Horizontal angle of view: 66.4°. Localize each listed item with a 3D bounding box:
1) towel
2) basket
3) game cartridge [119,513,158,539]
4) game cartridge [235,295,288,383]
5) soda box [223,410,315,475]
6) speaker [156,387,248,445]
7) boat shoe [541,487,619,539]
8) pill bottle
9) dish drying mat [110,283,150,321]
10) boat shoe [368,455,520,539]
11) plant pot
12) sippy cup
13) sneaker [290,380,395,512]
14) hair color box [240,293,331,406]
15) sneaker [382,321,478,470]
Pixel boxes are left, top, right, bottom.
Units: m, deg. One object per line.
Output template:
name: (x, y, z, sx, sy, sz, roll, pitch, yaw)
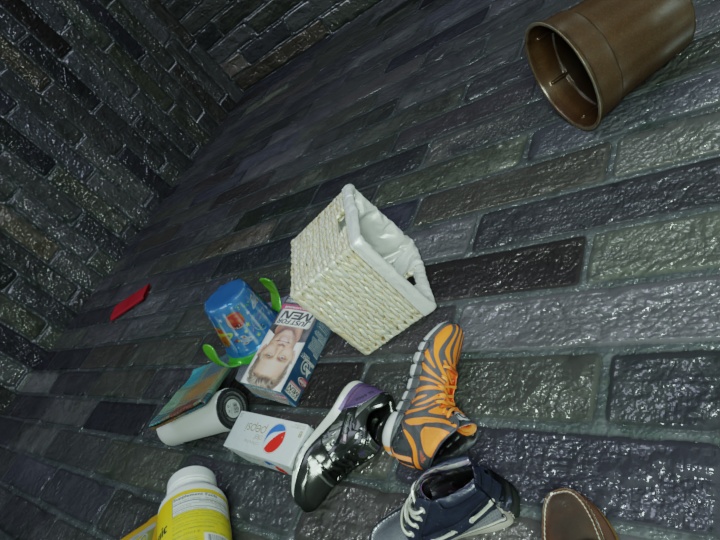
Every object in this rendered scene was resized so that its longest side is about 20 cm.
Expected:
towel: (-0.323, 0.230, 1.104, 0.146, 0.022, 0.200, -28, 14, 19)
basket: (0.000, 0.000, 0.944, 0.161, 0.200, 0.199, -40, 30, 19)
game cartridge: (-0.376, 0.493, 0.912, 0.199, 0.033, 0.176, -36, 20, 2)
game cartridge: (-0.184, 0.137, 1.161, 0.129, 0.038, 0.201, -25, 36, 38)
soda box: (-0.137, 0.283, 0.895, 0.199, 0.064, 0.068, -7, 47, 48)
speaker: (-0.316, 0.291, 1.088, 0.199, 0.081, 0.082, -23, 37, 33)
boat shoe: (0.199, 0.279, 0.479, 0.070, 0.070, 0.201, -33, 31, 22)
pill bottle: (-0.255, 0.403, 0.847, 0.111, 0.111, 0.200, -43, 29, 3)
dish drying mat: (-0.841, 0.119, 2.008, 0.199, 0.018, 0.077, -29, 35, 25)
boat shoe: (0.071, 0.270, 0.623, 0.199, 0.093, 0.075, -33, 32, 19)
plant pot: (0.412, -0.372, 0.903, 0.198, 0.201, 0.201, -33, 31, 5)
sippy cup: (-0.236, 0.094, 1.093, 0.139, 0.131, 0.178, -24, 30, 11)
sneaker: (-0.022, 0.252, 0.784, 0.087, 0.076, 0.201, 6, 57, 46)
hair color box: (-0.128, 0.144, 1.032, 0.099, 0.061, 0.201, 4, 54, 33)
sneaker: (0.116, 0.168, 0.725, 0.112, 0.077, 0.201, 8, 70, 50)
